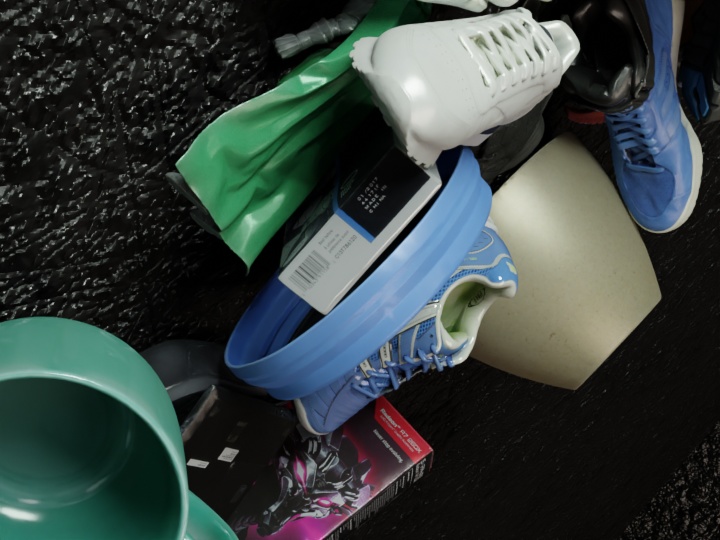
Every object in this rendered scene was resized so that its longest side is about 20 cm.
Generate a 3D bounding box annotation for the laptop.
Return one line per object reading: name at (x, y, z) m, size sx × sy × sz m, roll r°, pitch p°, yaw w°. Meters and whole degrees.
laptop at (-0.158, 0.142, 0.811) m, size 0.200 × 0.103 × 0.177 m, roll -55°, pitch 162°, yaw -1°

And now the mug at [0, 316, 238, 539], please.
mug at (-0.165, 0.116, 0.657) m, size 0.152 × 0.114 × 0.186 m, roll -25°, pitch 112°, yaw -4°

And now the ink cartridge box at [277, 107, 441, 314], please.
ink cartridge box at (-0.002, -0.052, 0.731) m, size 0.100 × 0.039 × 0.200 m, roll -49°, pitch -168°, yaw 13°

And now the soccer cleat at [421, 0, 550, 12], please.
soccer cleat at (0.038, -0.171, 0.627) m, size 0.200 × 0.086 × 0.070 m, roll -16°, pitch 143°, yaw -47°

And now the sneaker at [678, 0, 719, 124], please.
sneaker at (0.287, -0.191, 0.862) m, size 0.082 × 0.073 × 0.200 m, roll -13°, pitch 148°, yaw -11°

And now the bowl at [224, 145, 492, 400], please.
bowl at (0.000, 0.000, 0.753) m, size 0.200 × 0.039 × 0.201 m, roll -41°, pitch -166°, yaw 13°

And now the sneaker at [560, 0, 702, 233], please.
sneaker at (0.193, -0.116, 0.887) m, size 0.111 × 0.077 × 0.201 m, roll -24°, pitch 115°, yaw -45°

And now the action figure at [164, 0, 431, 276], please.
action figure at (-0.022, -0.101, 0.683) m, size 0.200 × 0.055 × 0.118 m, roll -47°, pitch 155°, yaw -13°

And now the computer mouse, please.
computer mouse at (-0.122, 0.087, 0.828) m, size 0.138 × 0.053 × 0.200 m, roll -35°, pitch 163°, yaw 7°

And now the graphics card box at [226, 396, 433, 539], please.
graphics card box at (-0.055, 0.164, 0.959) m, size 0.200 × 0.126 × 0.051 m, roll -35°, pitch 157°, yaw -19°

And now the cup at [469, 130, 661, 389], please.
cup at (0.154, 0.010, 0.974) m, size 0.200 × 0.143 × 0.200 m, roll -45°, pitch 169°, yaw -11°

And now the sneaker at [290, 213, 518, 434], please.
sneaker at (0.026, 0.043, 0.833) m, size 0.076 × 0.077 × 0.200 m, roll 24°, pitch 113°, yaw -45°

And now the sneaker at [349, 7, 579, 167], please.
sneaker at (0.060, -0.108, 0.644) m, size 0.080 × 0.077 × 0.200 m, roll -25°, pitch -177°, yaw 24°

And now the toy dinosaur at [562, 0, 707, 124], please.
toy dinosaur at (0.264, -0.199, 0.921) m, size 0.200 × 0.105 × 0.182 m, roll -36°, pitch 153°, yaw -15°

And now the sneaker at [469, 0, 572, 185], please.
sneaker at (0.074, -0.090, 0.850) m, size 0.200 × 0.060 × 0.104 m, roll -47°, pitch 158°, yaw -8°
